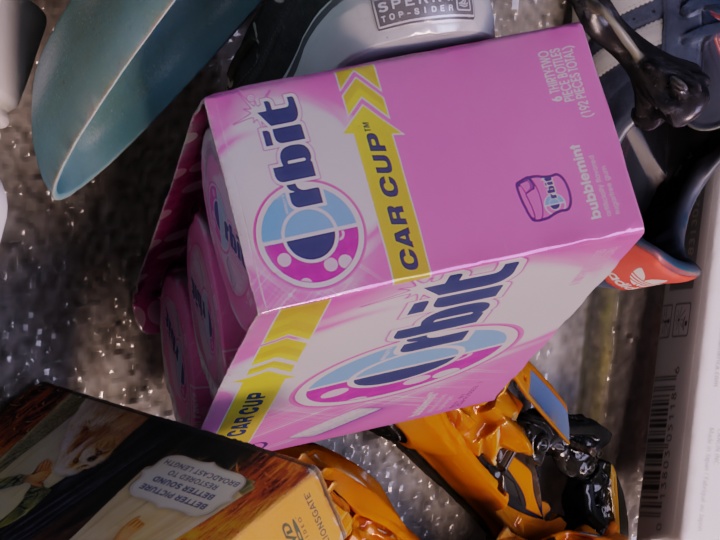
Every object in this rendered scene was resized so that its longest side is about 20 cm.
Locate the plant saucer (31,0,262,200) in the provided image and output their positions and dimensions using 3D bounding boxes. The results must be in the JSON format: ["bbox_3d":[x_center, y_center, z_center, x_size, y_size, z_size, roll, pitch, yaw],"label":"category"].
[{"bbox_3d":[-0.029,-0.104,0.773,0.027,0.200,0.200,39,69,-1],"label":"plant saucer"}]

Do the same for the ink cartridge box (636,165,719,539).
[{"bbox_3d":[0.214,0.042,1.115,0.199,0.050,0.164,10,83,-21],"label":"ink cartridge box"}]

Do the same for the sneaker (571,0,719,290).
[{"bbox_3d":[0.120,-0.088,1.033,0.075,0.084,0.202,9,95,-45],"label":"sneaker"}]

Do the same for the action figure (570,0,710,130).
[{"bbox_3d":[0.023,-0.113,0.927,0.119,0.102,0.200,-42,101,-17],"label":"action figure"}]

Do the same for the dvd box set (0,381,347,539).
[{"bbox_3d":[-0.121,0.109,0.813,0.200,0.146,0.030,-38,121,-29],"label":"dvd box set"}]

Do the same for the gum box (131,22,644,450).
[{"bbox_3d":[0.000,0.000,0.856,0.113,0.200,0.067,-12,75,-14],"label":"gum box"}]

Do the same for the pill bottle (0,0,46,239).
[{"bbox_3d":[-0.164,0.006,0.765,0.113,0.113,0.201,24,84,-45],"label":"pill bottle"}]

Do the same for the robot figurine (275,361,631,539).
[{"bbox_3d":[0.037,0.097,1.024,0.200,0.058,0.146,45,71,-41],"label":"robot figurine"}]

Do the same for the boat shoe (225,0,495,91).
[{"bbox_3d":[-0.007,-0.063,0.868,0.068,0.200,0.057,-8,75,-20],"label":"boat shoe"}]
